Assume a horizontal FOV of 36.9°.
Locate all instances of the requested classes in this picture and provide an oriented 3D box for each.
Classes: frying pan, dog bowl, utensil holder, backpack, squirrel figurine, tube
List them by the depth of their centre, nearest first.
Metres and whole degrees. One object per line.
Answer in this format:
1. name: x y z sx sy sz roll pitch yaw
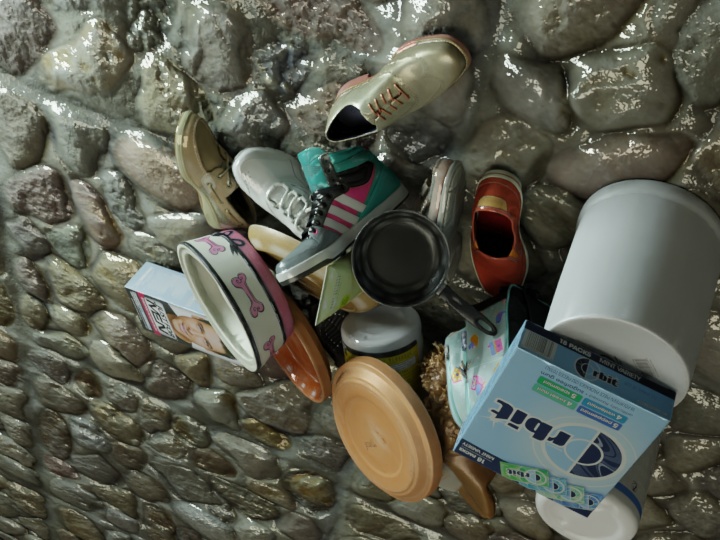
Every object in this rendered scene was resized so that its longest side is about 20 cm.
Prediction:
1. utensil holder: 0.292 0.031 1.161 0.169 0.200 0.170 17 142 15
2. frying pan: 0.082 -0.004 1.248 0.189 0.031 0.116 15 103 -4
3. tube: 0.000 0.000 1.305 0.052 0.200 0.058 -22 96 32
4. backpack: 0.196 0.142 1.309 0.175 0.201 0.153 29 132 -34
5. squirrel figurine: 0.146 0.189 1.445 0.141 0.187 0.201 14 136 32
6. dog bowl: -0.164 0.033 1.450 0.200 0.074 0.201 50 160 25

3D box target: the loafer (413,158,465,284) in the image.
1. loafer: 0.086 -0.058 1.296 0.063 0.072 0.201 20 145 18

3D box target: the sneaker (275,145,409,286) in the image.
1. sneaker: -0.045 -0.081 1.263 0.121 0.200 0.084 54 155 -9

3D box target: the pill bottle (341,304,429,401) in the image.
1. pill bottle: 0.039 0.153 1.494 0.111 0.111 0.201 7 122 25

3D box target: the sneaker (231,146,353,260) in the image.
1. sneaker: -0.074 -0.081 1.338 0.200 0.087 0.075 37 99 -20

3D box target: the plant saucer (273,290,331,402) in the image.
1. plant saucer: -0.099 0.097 1.550 0.200 0.032 0.201 50 160 26

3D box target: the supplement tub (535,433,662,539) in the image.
1. supplement tub: 0.311 0.238 1.384 0.131 0.201 0.132 16 141 14

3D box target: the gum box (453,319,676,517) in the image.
1. gum box: 0.210 0.163 1.147 0.169 0.045 0.200 26 137 3

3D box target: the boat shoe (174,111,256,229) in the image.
1. boat shoe: -0.182 -0.125 1.384 0.065 0.072 0.200 6 143 18

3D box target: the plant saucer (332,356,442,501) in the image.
1. plant saucer: 0.027 0.210 1.398 0.200 0.032 0.201 35 137 39

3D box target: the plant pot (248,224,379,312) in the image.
1. plant pot: -0.067 0.004 1.423 0.199 0.028 0.200 30 169 6

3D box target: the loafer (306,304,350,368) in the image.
1. loafer: -0.010 0.111 1.560 0.071 0.073 0.200 40 165 53

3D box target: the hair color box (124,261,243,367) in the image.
1. hair color box: -0.251 0.065 1.627 0.199 0.061 0.099 17 142 27

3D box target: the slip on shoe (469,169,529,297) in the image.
1. slip on shoe: 0.161 -0.030 1.286 0.074 0.061 0.201 11 142 16

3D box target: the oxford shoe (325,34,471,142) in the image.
1. oxford shoe: 0.039 -0.188 1.169 0.071 0.074 0.200 43 140 -19
